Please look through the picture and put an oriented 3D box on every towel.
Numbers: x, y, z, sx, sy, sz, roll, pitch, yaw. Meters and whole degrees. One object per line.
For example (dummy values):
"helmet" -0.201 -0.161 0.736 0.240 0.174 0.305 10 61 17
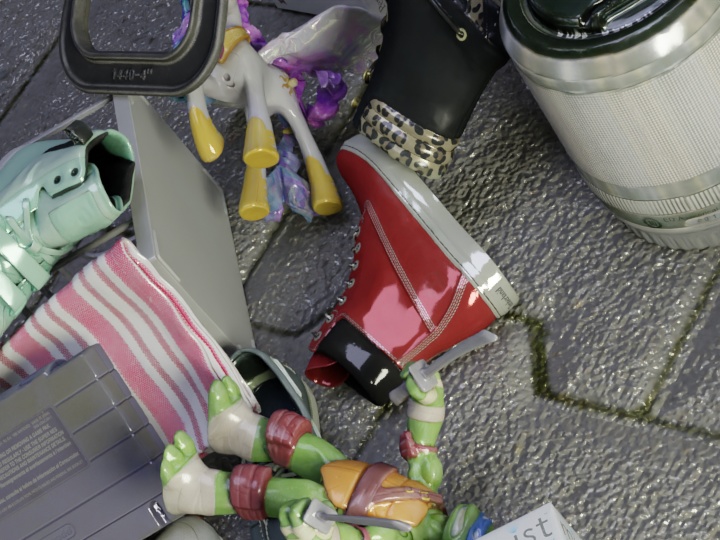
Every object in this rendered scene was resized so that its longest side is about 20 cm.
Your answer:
"towel" -0.172 0.086 1.428 0.200 0.147 0.030 -38 1 31

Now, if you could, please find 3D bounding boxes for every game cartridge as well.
"game cartridge" -0.215 0.144 1.431 0.200 0.130 0.038 -31 -2 26

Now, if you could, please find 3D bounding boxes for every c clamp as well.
"c clamp" -0.143 -0.205 1.529 0.199 0.027 0.172 -2 86 42

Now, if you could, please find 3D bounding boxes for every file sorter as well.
"file sorter" -0.170 -0.006 1.548 0.124 0.139 0.200 -29 42 12

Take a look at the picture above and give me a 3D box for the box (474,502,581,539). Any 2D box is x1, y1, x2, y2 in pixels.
"box" 0.060 0.256 1.191 0.199 0.097 0.177 -28 45 11

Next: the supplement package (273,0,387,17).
"supplement package" 0.000 -0.311 1.715 0.119 0.121 0.200 17 64 42

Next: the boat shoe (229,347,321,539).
"boat shoe" -0.052 0.130 1.401 0.073 0.062 0.200 -26 43 10

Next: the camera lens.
"camera lens" 0.190 -0.130 1.367 0.159 0.200 0.160 -18 44 19

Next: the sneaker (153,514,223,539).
"sneaker" -0.149 0.231 1.354 0.075 0.092 0.201 3 54 36

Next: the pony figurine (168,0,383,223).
"pony figurine" -0.069 -0.135 1.580 0.166 0.193 0.201 -22 63 20

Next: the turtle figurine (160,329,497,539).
"turtle figurine" -0.014 0.101 1.278 0.193 0.200 0.145 11 68 20

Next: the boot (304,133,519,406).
"boot" 0.000 0.000 1.480 0.144 0.072 0.200 -38 45 1

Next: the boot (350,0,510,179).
"boot" 0.025 -0.173 1.475 0.203 0.073 0.154 42 114 34

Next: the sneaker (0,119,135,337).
"sneaker" -0.219 -0.018 1.420 0.118 0.074 0.201 -15 40 43
